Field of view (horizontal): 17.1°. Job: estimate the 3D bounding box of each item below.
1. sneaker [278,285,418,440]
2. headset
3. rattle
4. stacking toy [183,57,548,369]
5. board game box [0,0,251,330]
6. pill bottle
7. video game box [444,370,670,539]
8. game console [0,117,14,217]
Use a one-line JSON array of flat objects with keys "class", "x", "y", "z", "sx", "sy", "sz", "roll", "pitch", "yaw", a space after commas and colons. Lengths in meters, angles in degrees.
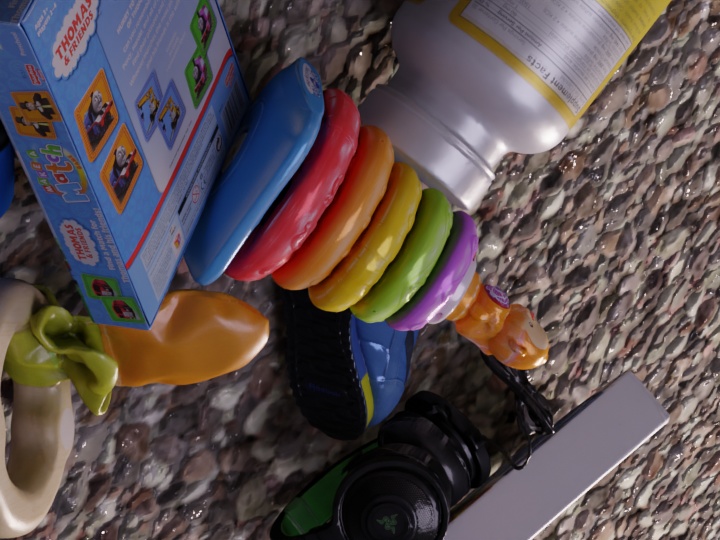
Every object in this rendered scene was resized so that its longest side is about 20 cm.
[{"class": "sneaker", "x": 0.000, "y": 0.000, "z": 1.330, "sx": 0.078, "sy": 0.066, "sz": 0.200, "roll": -43, "pitch": 144, "yaw": -39}, {"class": "headset", "x": 0.025, "y": 0.106, "z": 1.367, "sx": 0.094, "sy": 0.200, "sz": 0.124, "roll": 58, "pitch": 36, "yaw": -11}, {"class": "rattle", "x": -0.139, "y": 0.082, "z": 1.115, "sx": 0.200, "sy": 0.143, "sz": 0.130, "roll": -59, "pitch": 163, "yaw": -71}, {"class": "stacking toy", "x": 0.017, "y": -0.008, "z": 1.212, "sx": 0.200, "sy": 0.116, "sz": 0.110, "roll": 33, "pitch": 106, "yaw": -14}, {"class": "board game box", "x": -0.110, "y": -0.094, "z": 1.091, "sx": 0.200, "sy": 0.037, "sz": 0.151, "roll": 74, "pitch": 30, "yaw": -48}, {"class": "pill bottle", "x": 0.087, "y": -0.134, "z": 1.267, "sx": 0.200, "sy": 0.112, "sz": 0.112, "roll": -52, "pitch": 143, "yaw": -2}, {"class": "video game box", "x": 0.083, "y": 0.154, "z": 1.478, "sx": 0.200, "sy": 0.047, "sz": 0.182, "roll": -38, "pitch": 173, "yaw": -20}, {"class": "game console", "x": -0.261, "y": -0.036, "z": 1.047, "sx": 0.200, "sy": 0.118, "sz": 0.171, "roll": -39, "pitch": 172, "yaw": -17}]
